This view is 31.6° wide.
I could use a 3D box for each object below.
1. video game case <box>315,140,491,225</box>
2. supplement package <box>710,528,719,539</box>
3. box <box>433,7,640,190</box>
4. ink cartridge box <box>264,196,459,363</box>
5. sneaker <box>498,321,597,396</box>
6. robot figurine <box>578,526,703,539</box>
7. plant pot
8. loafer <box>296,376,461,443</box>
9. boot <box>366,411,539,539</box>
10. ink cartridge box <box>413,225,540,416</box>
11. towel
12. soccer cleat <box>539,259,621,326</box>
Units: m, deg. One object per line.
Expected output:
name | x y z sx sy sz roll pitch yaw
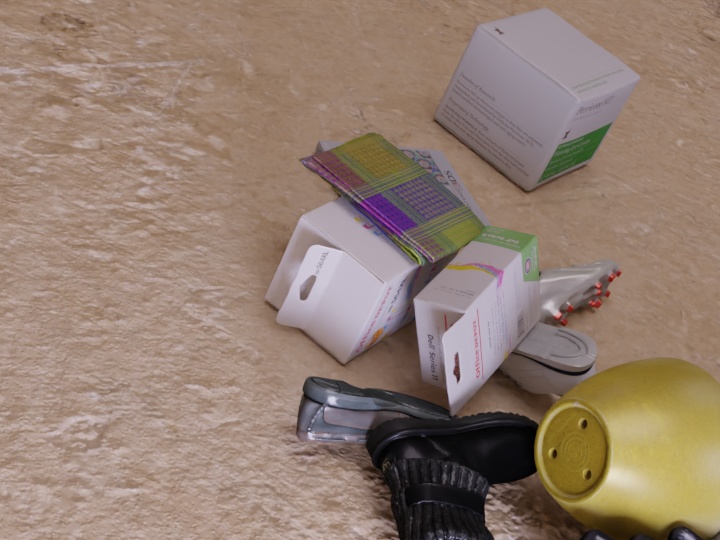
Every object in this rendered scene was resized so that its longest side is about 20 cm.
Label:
video game case | 0.059 -0.106 1.693 0.199 0.024 0.182 1 41 -30
supplement package | 0.446 0.301 1.280 0.200 0.121 0.120 32 -2 7
box | 0.261 -0.258 1.887 0.200 0.172 0.199 41 38 21
ink cartridge box | 0.000 0.000 1.429 0.125 0.129 0.200 38 37 17
sneaker | 0.180 0.097 1.471 0.200 0.081 0.076 25 49 34
robot figurine | 0.275 0.327 1.180 0.200 0.151 0.125 35 20 12
plant pot | 0.257 0.182 1.267 0.142 0.200 0.200 8 37 -37
loafer | 0.016 0.156 1.306 0.200 0.063 0.072 17 6 -36
boot | 0.115 0.223 1.252 0.210 0.080 0.158 0 39 -24
ink cartridge box | 0.118 0.052 1.373 0.067 0.117 0.200 16 40 31
towel | 0.041 -0.084 1.432 0.200 0.023 0.143 40 36 19
soccer cleat | 0.262 0.019 1.622 0.078 0.069 0.200 39 40 23
